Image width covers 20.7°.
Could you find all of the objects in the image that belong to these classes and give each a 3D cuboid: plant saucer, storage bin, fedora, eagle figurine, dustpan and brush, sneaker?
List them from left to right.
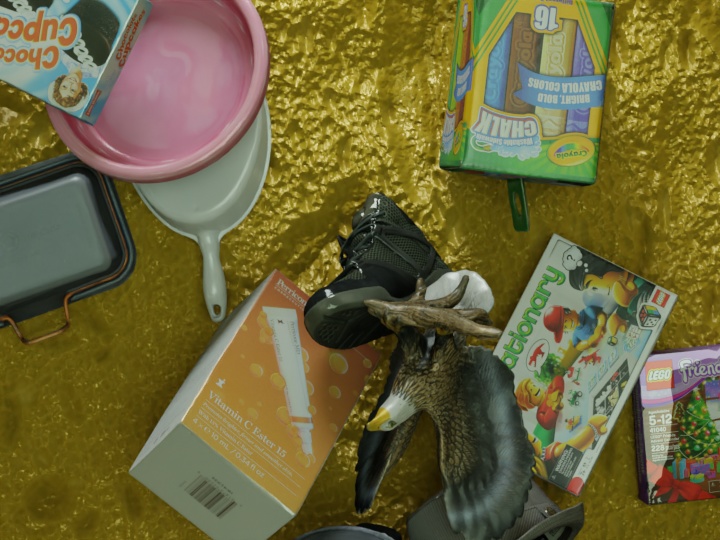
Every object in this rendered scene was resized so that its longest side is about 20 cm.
[{"bbox_3d":[-0.292,-0.009,1.671,0.198,0.134,0.147,-19,95,-5],"label":"storage bin"},{"bbox_3d":[-0.171,-0.167,1.692,0.198,0.051,0.203,-3,73,11],"label":"plant saucer"},{"bbox_3d":[-0.139,-0.057,1.731,0.138,0.057,0.202,-7,83,7],"label":"dustpan and brush"},{"bbox_3d":[0.000,0.000,1.699,0.076,0.199,0.115,-44,73,35],"label":"sneaker"},{"bbox_3d":[0.057,0.111,1.634,0.150,0.152,0.202,-15,121,-9],"label":"eagle figurine"},{"bbox_3d":[0.102,0.230,1.722,0.177,0.199,0.091,-48,68,36],"label":"fedora"}]

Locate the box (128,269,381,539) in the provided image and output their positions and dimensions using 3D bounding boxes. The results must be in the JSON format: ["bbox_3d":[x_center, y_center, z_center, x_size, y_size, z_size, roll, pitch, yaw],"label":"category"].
[{"bbox_3d":[-0.086,0.120,1.667,0.124,0.097,0.201,38,45,-9],"label":"box"}]

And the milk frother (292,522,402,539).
[{"bbox_3d":[-0.056,0.307,1.671,0.198,0.181,0.190,2,118,-1],"label":"milk frother"}]

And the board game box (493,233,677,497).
[{"bbox_3d":[0.184,0.084,1.767,0.125,0.035,0.201,26,87,11],"label":"board game box"}]

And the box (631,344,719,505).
[{"bbox_3d":[0.349,0.135,1.808,0.198,0.039,0.138,-6,92,-7],"label":"box"}]

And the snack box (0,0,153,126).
[{"bbox_3d":[-0.287,-0.217,1.674,0.199,0.037,0.117,26,89,16],"label":"snack box"}]

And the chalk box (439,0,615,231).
[{"bbox_3d":[0.140,-0.136,1.726,0.123,0.125,0.202,7,90,-8],"label":"chalk box"}]
